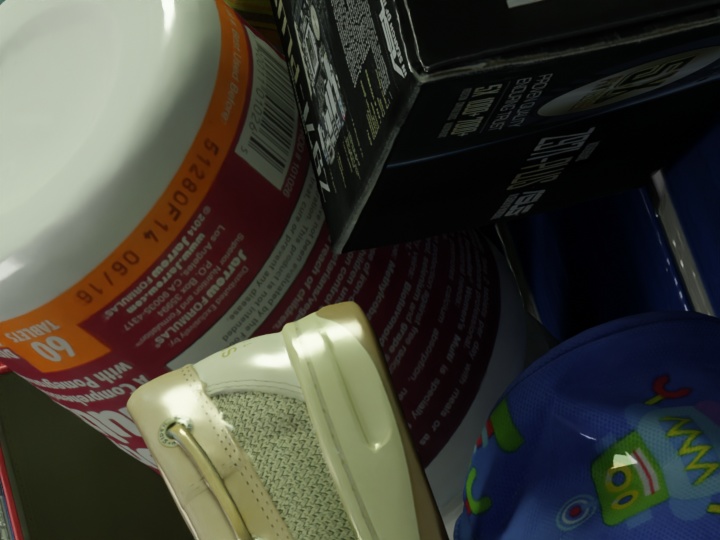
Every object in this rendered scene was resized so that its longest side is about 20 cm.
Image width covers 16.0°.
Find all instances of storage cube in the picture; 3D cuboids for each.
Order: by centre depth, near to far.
[{"bbox_3d":[-0.073,0.106,1.177,0.180,0.170,0.201,177,80,-82],"label":"storage cube"}]

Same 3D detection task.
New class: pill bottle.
[{"bbox_3d":[-0.024,0.011,0.700,0.200,0.109,0.110,40,-164,-37],"label":"pill bottle"}]

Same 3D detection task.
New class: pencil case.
[{"bbox_3d":[0.079,0.097,0.521,0.200,0.086,0.078,-112,13,-48],"label":"pencil case"}]

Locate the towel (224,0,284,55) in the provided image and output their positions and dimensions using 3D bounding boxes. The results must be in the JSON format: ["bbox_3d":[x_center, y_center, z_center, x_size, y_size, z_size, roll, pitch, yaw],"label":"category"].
[{"bbox_3d":[-0.016,-0.023,0.758,0.018,0.086,0.201,-94,18,-47],"label":"towel"}]

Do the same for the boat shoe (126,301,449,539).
[{"bbox_3d":[0.001,0.101,0.528,0.072,0.065,0.201,77,174,-61],"label":"boat shoe"}]

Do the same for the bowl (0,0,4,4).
[{"bbox_3d":[-0.129,-0.185,1.083,0.105,0.200,0.202,9,112,67],"label":"bowl"}]

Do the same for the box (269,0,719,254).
[{"bbox_3d":[0.017,-0.122,0.576,0.164,0.086,0.201,119,137,-76],"label":"box"}]
